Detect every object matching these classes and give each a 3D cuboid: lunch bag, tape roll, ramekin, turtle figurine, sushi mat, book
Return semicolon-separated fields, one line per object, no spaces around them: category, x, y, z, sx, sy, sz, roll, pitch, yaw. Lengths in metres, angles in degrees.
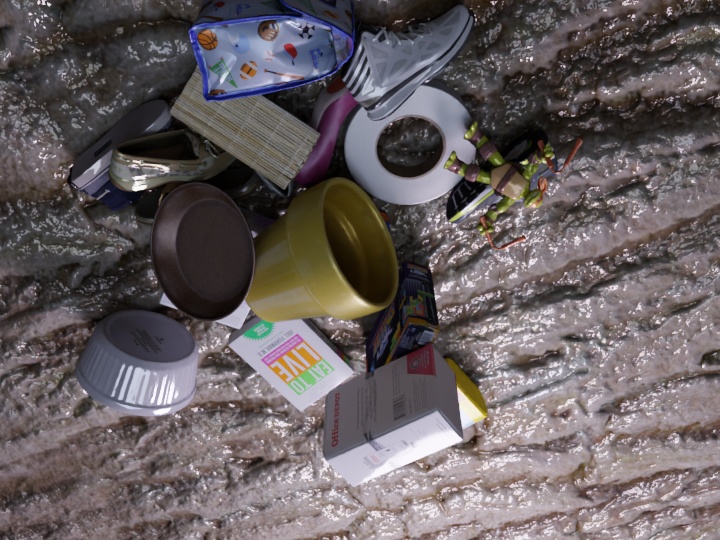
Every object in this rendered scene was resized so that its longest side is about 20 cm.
lunch bag;-0.106;-0.311;1.019;0.199;0.170;0.124;-6;127;3
tape roll;0.074;-0.193;1.191;0.202;0.037;0.204;-1;125;-1
ramekin;-0.365;0.146;1.323;0.202;0.203;0.095;17;112;-14
turtle figurine;0.212;-0.144;1.142;0.161;0.064;0.200;37;116;4
sushi mat;-0.162;-0.205;1.107;0.200;0.012;0.096;33;101;-2
book;-0.122;0.150;1.427;0.133;0.048;0.200;-35;118;16

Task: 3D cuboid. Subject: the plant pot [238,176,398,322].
plant pot;-0.073;-0.012;1.167;0.188;0.201;0.201;-21;125;29

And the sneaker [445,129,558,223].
sneaker;0.222;-0.128;1.225;0.200;0.074;0.081;-33;124;21

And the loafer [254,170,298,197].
loafer;-0.149;-0.195;1.158;0.070;0.070;0.200;-25;123;16

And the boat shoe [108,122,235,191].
boat shoe;-0.258;-0.167;1.121;0.200;0.073;0.063;-25;156;-34

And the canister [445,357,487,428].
canister;0.121;0.266;1.492;0.200;0.087;0.149;-33;121;17

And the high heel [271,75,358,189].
high heel;-0.033;-0.210;1.149;0.200;0.067;0.096;-41;122;9

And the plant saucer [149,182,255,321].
plant saucer;-0.222;-0.028;1.144;0.200;0.037;0.201;5;100;30

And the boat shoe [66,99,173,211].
boat shoe;-0.335;-0.169;1.178;0.200;0.075;0.093;-30;136;19

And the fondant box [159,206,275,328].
fondant box;-0.228;-0.011;1.294;0.144;0.058;0.200;20;123;-18

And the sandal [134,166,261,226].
sandal;-0.250;-0.126;1.197;0.199;0.081;0.054;-17;135;2

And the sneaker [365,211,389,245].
sneaker;0.000;0.000;1.300;0.075;0.079;0.201;7;125;-7

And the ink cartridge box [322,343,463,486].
ink cartridge box;0.048;0.222;1.215;0.199;0.147;0.083;-28;122;19

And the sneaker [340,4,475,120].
sneaker;0.057;-0.308;1.059;0.200;0.076;0.115;-44;121;3

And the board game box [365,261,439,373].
board game box;0.065;0.114;1.330;0.056;0.166;0.201;15;124;-13
